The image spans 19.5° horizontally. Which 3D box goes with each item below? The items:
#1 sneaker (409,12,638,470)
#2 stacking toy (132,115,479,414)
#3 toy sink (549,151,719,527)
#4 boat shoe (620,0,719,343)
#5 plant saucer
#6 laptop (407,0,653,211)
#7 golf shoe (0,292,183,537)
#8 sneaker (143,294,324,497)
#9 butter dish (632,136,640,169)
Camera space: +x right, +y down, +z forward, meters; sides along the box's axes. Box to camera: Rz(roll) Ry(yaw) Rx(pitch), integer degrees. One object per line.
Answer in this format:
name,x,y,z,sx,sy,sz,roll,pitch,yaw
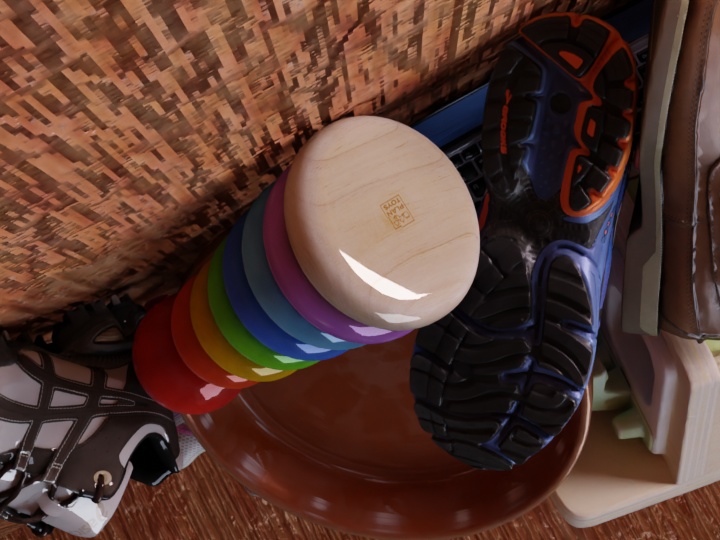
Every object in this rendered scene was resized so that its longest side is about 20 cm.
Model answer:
sneaker,0.077,-0.010,0.863,0.078,0.075,0.201,-35,145,-67
stacking toy,-0.038,0.013,0.866,0.085,0.086,0.200,-25,175,-39
toy sink,0.166,0.014,0.995,0.199,0.131,0.112,-18,148,-8
boat shoe,0.145,-0.051,0.839,0.068,0.072,0.201,7,140,10
plant saucer,0.009,0.045,0.969,0.200,0.200,0.032,-31,-155,33
laptop,0.090,-0.034,1.003,0.187,0.200,0.116,-28,-150,8
golf shoe,-0.144,0.075,0.901,0.078,0.095,0.200,-30,175,38
sneaker,-0.025,0.075,1.075,0.199,0.089,0.081,13,-174,-17
butter dish,0.241,-0.086,0.888,0.199,0.148,0.200,-26,159,-22
